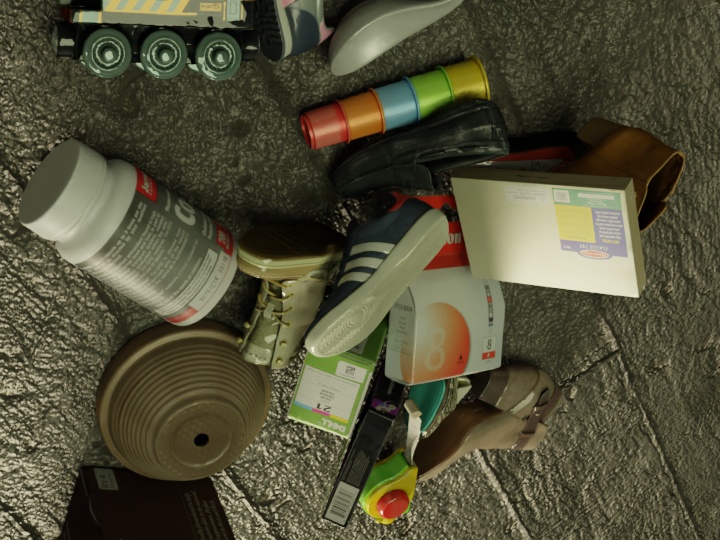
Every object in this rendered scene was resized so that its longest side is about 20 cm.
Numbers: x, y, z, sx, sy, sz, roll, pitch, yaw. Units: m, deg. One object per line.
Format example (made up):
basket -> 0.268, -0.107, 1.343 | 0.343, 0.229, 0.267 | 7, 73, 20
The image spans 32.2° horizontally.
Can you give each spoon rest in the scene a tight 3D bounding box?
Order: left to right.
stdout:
spoon rest -> 0.047, -0.264, 1.256 | 0.200, 0.061, 0.099 | -42, 169, 0

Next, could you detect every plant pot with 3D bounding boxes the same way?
plant pot -> -0.186, 0.163, 1.379 | 0.199, 0.093, 0.202 | -11, 121, -19

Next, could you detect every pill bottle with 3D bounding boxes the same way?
pill bottle -> -0.228, -0.038, 1.238 | 0.200, 0.114, 0.114 | 35, 100, -34

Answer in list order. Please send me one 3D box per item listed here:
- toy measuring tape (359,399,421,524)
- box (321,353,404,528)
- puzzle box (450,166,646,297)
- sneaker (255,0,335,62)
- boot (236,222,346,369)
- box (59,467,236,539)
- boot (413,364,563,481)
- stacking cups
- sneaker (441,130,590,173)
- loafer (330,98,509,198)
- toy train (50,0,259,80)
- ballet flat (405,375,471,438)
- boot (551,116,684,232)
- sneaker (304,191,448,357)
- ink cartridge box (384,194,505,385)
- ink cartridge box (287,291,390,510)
toy measuring tape -> 0.032, 0.242, 1.518 | 0.073, 0.074, 0.201 | -10, 132, -18
box -> 0.011, 0.183, 1.419 | 0.036, 0.200, 0.144 | 23, 109, 2
puzzle box -> 0.199, -0.042, 1.318 | 0.025, 0.199, 0.134 | -48, 135, -42
sneaker -> -0.067, -0.307, 1.200 | 0.082, 0.070, 0.201 | -23, 128, -31
boot -> -0.089, 0.031, 1.310 | 0.155, 0.072, 0.200 | -64, 161, 15
box -> -0.252, 0.357, 1.411 | 0.163, 0.166, 0.201 | 10, 113, -26
boot -> 0.165, 0.201, 1.570 | 0.146, 0.070, 0.200 | 23, 113, -39
stacking cups -> 0.035, -0.174, 1.319 | 0.199, 0.061, 0.061 | -17, 122, -8
sneaker -> 0.169, -0.095, 1.406 | 0.200, 0.067, 0.109 | -6, 117, -23
loafer -> 0.061, -0.115, 1.312 | 0.199, 0.071, 0.068 | -21, 166, 18
toy train -> -0.190, -0.240, 1.170 | 0.199, 0.085, 0.115 | -2, 105, -20
ballet flat -> 0.105, 0.110, 1.496 | 0.075, 0.068, 0.201 | -7, 116, -30
boot -> 0.249, -0.066, 1.336 | 0.071, 0.144, 0.202 | 28, 99, -36
sneaker -> 0.000, 0.000, 1.290 | 0.200, 0.084, 0.075 | -46, 152, -15
ink cartridge box -> 0.103, 0.018, 1.390 | 0.162, 0.050, 0.202 | -6, 106, -46
ink cartridge box -> -0.034, 0.140, 1.391 | 0.075, 0.148, 0.201 | 19, 115, 2
